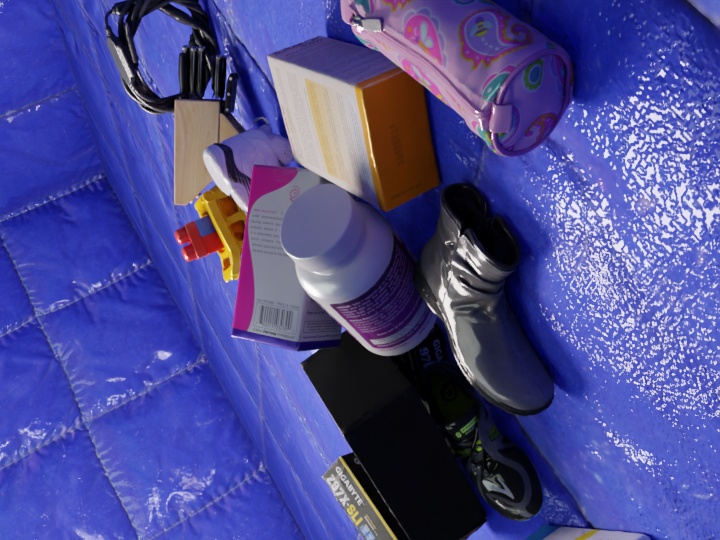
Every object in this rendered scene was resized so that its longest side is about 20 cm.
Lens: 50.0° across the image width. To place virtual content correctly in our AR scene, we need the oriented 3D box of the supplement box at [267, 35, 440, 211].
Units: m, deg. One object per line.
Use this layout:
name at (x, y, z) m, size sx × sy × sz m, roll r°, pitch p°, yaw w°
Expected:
supplement box at (-0.010, -0.157, 0.790) m, size 0.199 × 0.073 × 0.128 m, roll 35°, pitch 145°, yaw 50°

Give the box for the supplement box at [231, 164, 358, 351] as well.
supplement box at (-0.076, -0.016, 0.921) m, size 0.099 × 0.103 × 0.205 m, roll 9°, pitch 93°, yaw 29°

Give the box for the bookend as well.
bookend at (0.034, 0.195, 0.917) m, size 0.201 × 0.091 × 0.200 m, roll 60°, pitch 173°, yaw -24°

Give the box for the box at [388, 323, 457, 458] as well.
box at (0.062, 0.134, 1.006) m, size 0.158 × 0.045 × 0.204 m, roll 33°, pitch 144°, yaw 55°

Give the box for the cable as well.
cable at (-0.293, -0.331, 1.171) m, size 0.051 × 0.162 × 0.202 m, roll 35°, pitch 154°, yaw 40°

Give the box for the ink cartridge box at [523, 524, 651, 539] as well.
ink cartridge box at (0.211, 0.356, 0.755) m, size 0.149 × 0.143 × 0.200 m, roll 61°, pitch 159°, yaw 7°

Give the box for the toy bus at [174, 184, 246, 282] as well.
toy bus at (-0.182, -0.047, 1.193) m, size 0.203 × 0.190 × 0.135 m, roll 64°, pitch 158°, yaw -6°

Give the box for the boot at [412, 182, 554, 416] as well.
boot at (0.120, 0.029, 0.709) m, size 0.201 × 0.069 × 0.133 m, roll 51°, pitch 152°, yaw 21°

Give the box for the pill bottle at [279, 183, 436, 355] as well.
pill bottle at (0.000, 0.000, 0.807) m, size 0.112 × 0.112 × 0.200 m, roll 45°, pitch 178°, yaw 40°

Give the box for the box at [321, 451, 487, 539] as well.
box at (0.062, 0.295, 0.996) m, size 0.049 × 0.198 × 0.161 m, roll -47°, pitch 66°, yaw 25°

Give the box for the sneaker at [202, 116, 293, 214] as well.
sneaker at (-0.123, -0.115, 1.089) m, size 0.202 × 0.114 × 0.075 m, roll 54°, pitch 162°, yaw -11°

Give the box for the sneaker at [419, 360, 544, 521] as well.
sneaker at (0.124, 0.186, 0.847) m, size 0.201 × 0.071 × 0.082 m, roll 56°, pitch -165°, yaw 24°

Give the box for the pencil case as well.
pencil case at (0.066, -0.167, 0.575) m, size 0.200 × 0.086 × 0.089 m, roll 48°, pitch 155°, yaw 36°

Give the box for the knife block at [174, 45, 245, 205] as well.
knife block at (-0.253, -0.226, 1.163) m, size 0.176 × 0.199 × 0.064 m, roll 48°, pitch -171°, yaw -10°
